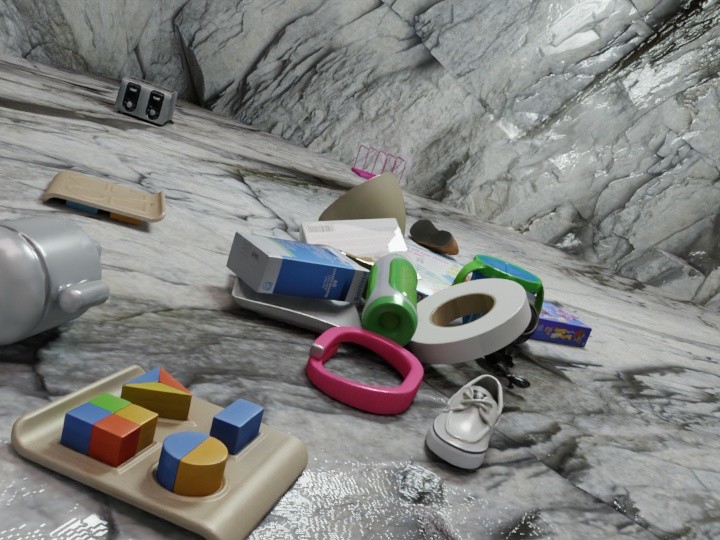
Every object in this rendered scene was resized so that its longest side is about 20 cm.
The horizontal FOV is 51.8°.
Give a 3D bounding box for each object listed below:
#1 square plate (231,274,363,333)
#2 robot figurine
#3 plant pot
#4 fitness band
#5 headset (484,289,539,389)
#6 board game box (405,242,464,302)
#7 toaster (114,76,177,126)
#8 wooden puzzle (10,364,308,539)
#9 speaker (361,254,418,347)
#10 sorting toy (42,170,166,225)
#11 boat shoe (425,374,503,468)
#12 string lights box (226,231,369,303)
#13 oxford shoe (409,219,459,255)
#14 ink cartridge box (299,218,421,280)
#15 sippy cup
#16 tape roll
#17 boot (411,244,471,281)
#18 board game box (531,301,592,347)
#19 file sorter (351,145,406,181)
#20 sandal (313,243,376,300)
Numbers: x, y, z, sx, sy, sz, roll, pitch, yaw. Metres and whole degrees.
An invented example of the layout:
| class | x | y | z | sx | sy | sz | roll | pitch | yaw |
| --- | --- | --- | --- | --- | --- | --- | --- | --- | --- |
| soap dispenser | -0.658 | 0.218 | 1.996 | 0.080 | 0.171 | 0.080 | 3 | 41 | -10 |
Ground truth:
| class | x | y | z | sx | sy | sz | roll | pitch | yaw |
| --- | --- | --- | --- | --- | --- | --- | --- | --- | --- |
| square plate | -0.099 | 0.046 | 1.127 | 0.196 | 0.029 | 0.198 | 17 | 14 | -11 |
| robot figurine | -0.336 | 0.007 | 0.733 | 0.166 | 0.115 | 0.200 | 11 | 11 | 9 |
| plant pot | 0.024 | -0.102 | 1.629 | 0.136 | 0.199 | 0.200 | 59 | 22 | 8 |
| fitness band | 0.009 | 0.123 | 0.950 | 0.141 | 0.038 | 0.200 | 22 | 14 | 10 |
| headset | 0.248 | 0.113 | 1.192 | 0.093 | 0.125 | 0.200 | 29 | 32 | 9 |
| board game box | 0.101 | 0.004 | 1.463 | 0.197 | 0.035 | 0.135 | 22 | 39 | 10 |
| toaster | -0.736 | -0.587 | 2.575 | 0.178 | 0.121 | 0.200 | 18 | 13 | -9 |
| wooden puzzle | -0.154 | 0.137 | 0.625 | 0.197 | 0.047 | 0.185 | 23 | 13 | 12 |
| speaker | 0.047 | 0.043 | 1.132 | 0.087 | 0.090 | 0.201 | 19 | 21 | -3 |
| sorting toy | -0.447 | -0.126 | 1.311 | 0.196 | 0.037 | 0.185 | 10 | 15 | -19 |
| boat shoe | 0.132 | 0.170 | 0.873 | 0.071 | 0.067 | 0.199 | 24 | 13 | 20 |
| string lights box | -0.093 | -0.004 | 1.140 | 0.198 | 0.060 | 0.102 | 9 | 17 | -42 |
| oxford shoe | 0.206 | -0.086 | 2.090 | 0.071 | 0.072 | 0.200 | 45 | -4 | -36 |
| ink cartridge box | -0.004 | -0.024 | 1.400 | 0.196 | 0.045 | 0.178 | -3 | 46 | -18 |
| sippy cup | 0.253 | 0.056 | 1.381 | 0.175 | 0.133 | 0.140 | 21 | 14 | 8 |
| tape roll | 0.158 | 0.074 | 1.124 | 0.199 | 0.038 | 0.203 | -19 | 19 | 7 |
| boot | 0.137 | 0.007 | 1.553 | 0.197 | 0.076 | 0.107 | 24 | 18 | 12 |
| board game box | 0.370 | 0.102 | 1.563 | 0.197 | 0.046 | 0.134 | 12 | 15 | -32 |
| file sorter | 0.084 | -0.464 | 3.288 | 0.197 | 0.128 | 0.139 | 14 | 14 | -22 |
| sandal | 0.003 | -0.004 | 1.293 | 0.209 | 0.078 | 0.070 | 25 | 35 | -13 |
